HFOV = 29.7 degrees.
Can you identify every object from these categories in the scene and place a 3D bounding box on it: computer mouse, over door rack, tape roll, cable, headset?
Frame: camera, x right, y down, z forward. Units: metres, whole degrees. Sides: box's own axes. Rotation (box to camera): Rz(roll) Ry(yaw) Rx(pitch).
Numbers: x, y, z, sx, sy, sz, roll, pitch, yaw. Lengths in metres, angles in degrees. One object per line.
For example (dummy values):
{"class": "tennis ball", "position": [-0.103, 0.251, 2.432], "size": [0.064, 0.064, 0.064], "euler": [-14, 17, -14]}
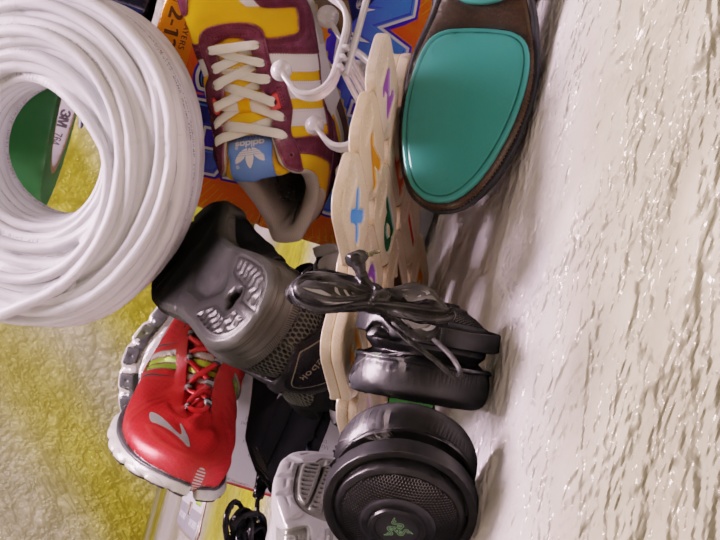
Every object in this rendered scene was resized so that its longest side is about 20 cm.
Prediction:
{"class": "computer mouse", "position": [-0.036, 0.121, 0.869], "size": [0.141, 0.046, 0.201], "euler": [72, -161, -45]}
{"class": "over door rack", "position": [0.016, -0.160, 0.775], "size": [0.201, 0.066, 0.148], "euler": [-65, -20, -11]}
{"class": "tape roll", "position": [-0.217, -0.145, 0.938], "size": [0.200, 0.048, 0.202], "euler": [-165, 90, -82]}
{"class": "cable", "position": [-0.183, -0.067, 0.796], "size": [0.069, 0.199, 0.202], "euler": [-20, -78, -70]}
{"class": "headset", "position": [0.010, 0.060, 0.593], "size": [0.200, 0.093, 0.124], "euler": [99, -178, -60]}

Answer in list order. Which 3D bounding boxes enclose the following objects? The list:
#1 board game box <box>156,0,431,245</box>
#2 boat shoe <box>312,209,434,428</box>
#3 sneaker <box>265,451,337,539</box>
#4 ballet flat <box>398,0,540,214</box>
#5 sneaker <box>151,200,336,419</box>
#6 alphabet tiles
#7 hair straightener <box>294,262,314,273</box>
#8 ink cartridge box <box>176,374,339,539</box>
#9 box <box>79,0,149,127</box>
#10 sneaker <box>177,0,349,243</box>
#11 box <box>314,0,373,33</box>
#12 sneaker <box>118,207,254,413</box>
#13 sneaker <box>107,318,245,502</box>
{"class": "board game box", "position": [-0.045, -0.152, 0.971], "size": [0.200, 0.199, 0.201], "euler": [-101, 29, -70]}
{"class": "boat shoe", "position": [0.000, 0.000, 0.850], "size": [0.074, 0.066, 0.201], "euler": [148, 137, -77]}
{"class": "sneaker", "position": [-0.029, 0.190, 0.716], "size": [0.200, 0.077, 0.100], "euler": [-71, -4, -60]}
{"class": "ballet flat", "position": [0.065, -0.123, 0.707], "size": [0.073, 0.073, 0.202], "euler": [152, 127, -78]}
{"class": "sneaker", "position": [-0.053, 0.026, 0.785], "size": [0.076, 0.114, 0.199], "euler": [-51, 28, -3]}
{"class": "alphabet tiles", "position": [0.010, -0.012, 0.698], "size": [0.196, 0.014, 0.201], "euler": [77, -159, -50]}
{"class": "hair straightener", "position": [-0.027, 0.003, 0.980], "size": [0.200, 0.076, 0.041], "euler": [-156, 81, -81]}
{"class": "ink cartridge box", "position": [-0.072, 0.122, 1.017], "size": [0.200, 0.083, 0.177], "euler": [150, 137, -78]}
{"class": "box", "position": [-0.153, -0.205, 0.936], "size": [0.121, 0.032, 0.201], "euler": [123, 160, -64]}
{"class": "sneaker", "position": [-0.058, -0.103, 0.791], "size": [0.200, 0.074, 0.091], "euler": [62, -147, -46]}
{"class": "box", "position": [0.034, -0.247, 0.801], "size": [0.200, 0.032, 0.121], "euler": [-49, -23, -15]}
{"class": "sneaker", "position": [-0.115, 0.038, 0.999], "size": [0.085, 0.074, 0.201], "euler": [66, -139, -74]}
{"class": "sneaker", "position": [-0.103, 0.064, 0.837], "size": [0.200, 0.077, 0.085], "euler": [-97, 31, -64]}
